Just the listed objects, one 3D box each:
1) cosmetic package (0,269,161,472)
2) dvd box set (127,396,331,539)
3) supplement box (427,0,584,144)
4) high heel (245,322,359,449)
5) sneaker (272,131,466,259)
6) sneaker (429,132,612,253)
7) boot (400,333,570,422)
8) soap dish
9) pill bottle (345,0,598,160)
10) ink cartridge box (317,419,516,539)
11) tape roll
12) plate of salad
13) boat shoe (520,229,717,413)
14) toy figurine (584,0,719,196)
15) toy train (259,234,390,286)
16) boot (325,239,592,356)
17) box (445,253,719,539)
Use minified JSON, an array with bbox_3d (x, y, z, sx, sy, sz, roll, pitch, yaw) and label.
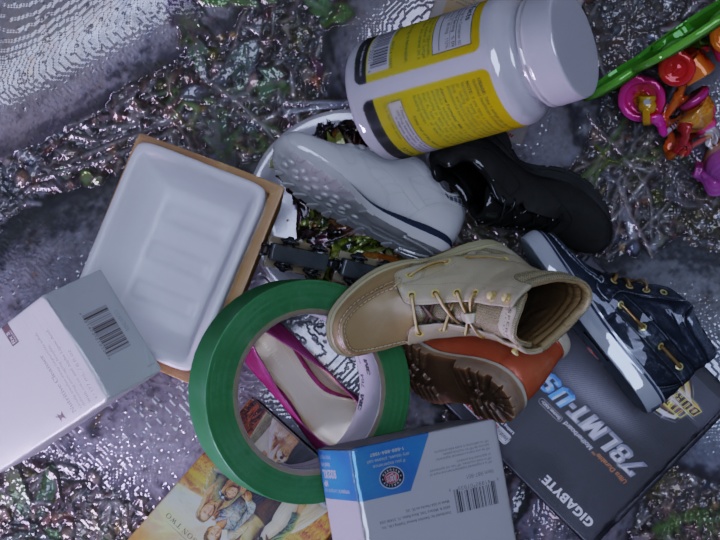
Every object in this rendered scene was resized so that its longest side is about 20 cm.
[{"bbox_3d":[-0.289,0.096,1.398,0.200,0.081,0.113,-35,87,36],"label":"cosmetic package"},{"bbox_3d":[-0.114,0.241,1.452,0.146,0.029,0.200,42,88,12],"label":"dvd box set"},{"bbox_3d":[0.129,-0.229,1.409,0.126,0.200,0.074,23,43,2],"label":"supplement box"},{"bbox_3d":[-0.038,0.122,1.435,0.067,0.096,0.200,-38,87,-2],"label":"high heel"},{"bbox_3d":[0.009,-0.082,1.418,0.200,0.076,0.081,30,71,-23],"label":"sneaker"},{"bbox_3d":[0.144,-0.066,1.432,0.200,0.076,0.091,30,44,-7],"label":"sneaker"},{"bbox_3d":[0.101,0.070,1.423,0.107,0.200,0.075,-42,128,-27],"label":"boot"},{"bbox_3d":[-0.171,-0.009,1.439,0.157,0.081,0.200,21,87,16],"label":"soap dish"},{"bbox_3d":[0.097,-0.172,1.341,0.200,0.114,0.114,-12,86,31],"label":"pill bottle"},{"bbox_3d":[0.056,0.242,1.355,0.145,0.084,0.200,-9,88,-25],"label":"ink cartridge box"},{"bbox_3d":[-0.054,0.108,1.385,0.200,0.048,0.201,-1,91,-25],"label":"tape roll"},{"bbox_3d":[-0.011,-0.057,1.471,0.200,0.048,0.200,0,87,1],"label":"plate of salad"},{"bbox_3d":[0.237,0.027,1.412,0.091,0.071,0.200,-38,91,-5],"label":"boat shoe"},{"bbox_3d":[0.340,-0.143,1.444,0.200,0.150,0.184,-32,96,20],"label":"toy figurine"},{"bbox_3d":[0.000,0.000,1.428,0.200,0.046,0.034,13,93,-17],"label":"toy train"},{"bbox_3d":[0.084,0.037,1.334,0.200,0.155,0.073,-19,111,-23],"label":"boot"},{"bbox_3d":[0.215,0.123,1.458,0.199,0.050,0.200,-44,86,-3],"label":"box"}]
